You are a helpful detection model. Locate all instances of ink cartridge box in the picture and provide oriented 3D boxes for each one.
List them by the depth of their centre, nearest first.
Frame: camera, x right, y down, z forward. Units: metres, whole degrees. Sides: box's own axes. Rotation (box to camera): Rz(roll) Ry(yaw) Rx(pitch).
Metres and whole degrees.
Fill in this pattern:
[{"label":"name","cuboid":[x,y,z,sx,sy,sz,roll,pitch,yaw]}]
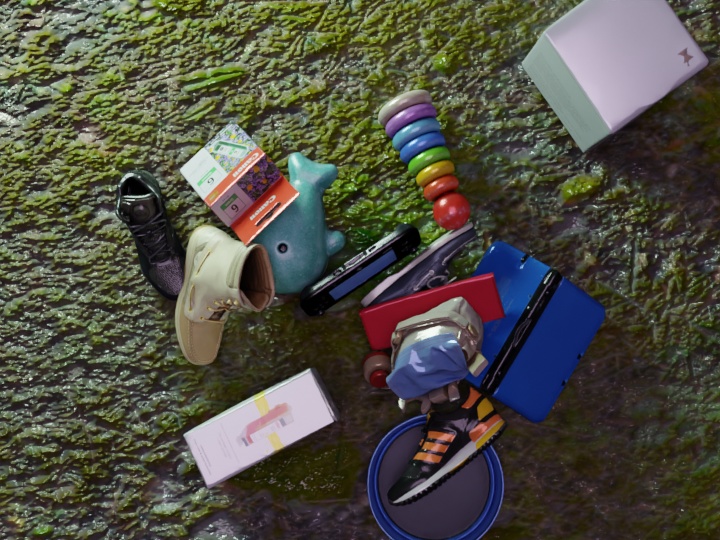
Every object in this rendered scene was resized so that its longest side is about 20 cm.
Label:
[{"label":"ink cartridge box","cuboid":[-0.171,-0.125,1.610,0.109,0.200,0.050,-43,128,-1]},{"label":"ink cartridge box","cuboid":[-0.135,0.216,1.620,0.198,0.145,0.084,-27,87,-1]}]

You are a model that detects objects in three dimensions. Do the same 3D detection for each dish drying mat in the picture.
[{"label":"dish drying mat","cuboid":[0.101,0.059,1.632,0.197,0.018,0.078,-16,119,7]}]

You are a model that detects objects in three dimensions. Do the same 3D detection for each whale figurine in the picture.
[{"label":"whale figurine","cuboid":[-0.096,-0.066,1.646,0.157,0.104,0.203,20,91,1]}]

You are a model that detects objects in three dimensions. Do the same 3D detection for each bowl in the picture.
[{"label":"bowl","cuboid":[0.107,0.308,1.668,0.197,0.039,0.204,0,88,0]}]

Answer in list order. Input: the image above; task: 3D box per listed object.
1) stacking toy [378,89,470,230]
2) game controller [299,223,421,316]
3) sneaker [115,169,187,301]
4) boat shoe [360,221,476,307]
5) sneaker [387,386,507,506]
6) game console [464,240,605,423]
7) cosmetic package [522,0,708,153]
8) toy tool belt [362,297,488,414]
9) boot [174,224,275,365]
[{"label":"stacking toy","cuboid":[0.098,-0.151,1.643,0.084,0.085,0.202,-23,78,0]},{"label":"game controller","cuboid":[0.000,0.000,1.645,0.199,0.104,0.042,-34,84,0]},{"label":"sneaker","cuboid":[-0.299,-0.049,1.644,0.075,0.114,0.202,-18,90,1]},{"label":"boat shoe","cuboid":[0.093,0.008,1.660,0.199,0.075,0.062,-38,87,0]},{"label":"sneaker","cuboid":[0.107,0.247,1.624,0.199,0.070,0.090,-37,74,-1]},{"label":"game console","cuboid":[0.229,0.089,1.685,0.170,0.118,0.202,31,88,32]},{"label":"cosmetic package","cuboid":[0.348,-0.288,1.605,0.166,0.200,0.167,-35,88,-2]},{"label":"toy tool belt","cuboid":[0.087,0.134,1.595,0.199,0.124,0.125,-31,127,22]},{"label":"boot","cuboid":[-0.188,0.048,1.613,0.072,0.154,0.203,3,99,-40]}]
